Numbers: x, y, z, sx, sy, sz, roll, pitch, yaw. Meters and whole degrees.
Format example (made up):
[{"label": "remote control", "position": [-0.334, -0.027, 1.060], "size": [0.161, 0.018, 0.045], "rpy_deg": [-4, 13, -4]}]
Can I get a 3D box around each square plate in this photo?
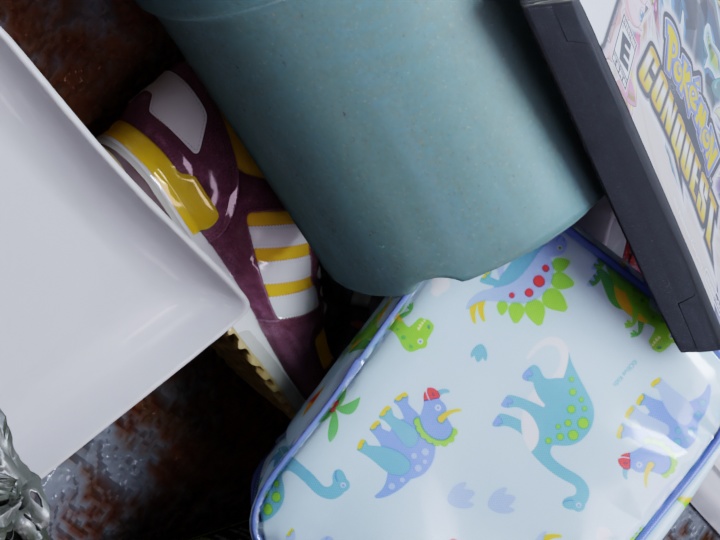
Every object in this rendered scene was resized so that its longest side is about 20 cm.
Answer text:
[{"label": "square plate", "position": [-0.174, 0.014, 1.069], "size": [0.198, 0.028, 0.200], "rpy_deg": [-38, 130, 3]}]

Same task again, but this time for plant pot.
[{"label": "plant pot", "position": [0.010, -0.110, 1.065], "size": [0.200, 0.200, 0.197], "rpy_deg": [-39, 118, -21]}]

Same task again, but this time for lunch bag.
[{"label": "lunch bag", "position": [0.059, 0.080, 1.138], "size": [0.160, 0.082, 0.201], "rpy_deg": [37, 90, -2]}]

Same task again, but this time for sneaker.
[{"label": "sneaker", "position": [-0.038, -0.009, 1.172], "size": [0.090, 0.075, 0.200], "rpy_deg": [-43, 130, -11]}]

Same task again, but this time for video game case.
[{"label": "video game case", "position": [0.126, -0.100, 1.075], "size": [0.201, 0.025, 0.182], "rpy_deg": [60, 36, -40]}]

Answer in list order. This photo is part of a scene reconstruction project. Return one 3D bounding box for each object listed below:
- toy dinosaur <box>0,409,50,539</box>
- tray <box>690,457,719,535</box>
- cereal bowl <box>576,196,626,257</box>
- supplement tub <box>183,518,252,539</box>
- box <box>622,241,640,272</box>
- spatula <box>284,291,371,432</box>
[{"label": "toy dinosaur", "position": [-0.184, 0.126, 1.030], "size": [0.102, 0.136, 0.201], "rpy_deg": [-32, 90, 18]}, {"label": "tray", "position": [0.198, 0.065, 1.433], "size": [0.108, 0.022, 0.200], "rpy_deg": [-53, 132, -11]}, {"label": "cereal bowl", "position": [0.124, -0.062, 1.256], "size": [0.200, 0.083, 0.201], "rpy_deg": [-50, 154, -37]}, {"label": "supplement tub", "position": [-0.038, 0.174, 1.215], "size": [0.199, 0.122, 0.123], "rpy_deg": [-14, 116, -34]}, {"label": "box", "position": [0.204, -0.017, 1.243], "size": [0.200, 0.099, 0.096], "rpy_deg": [-29, 138, -56]}, {"label": "spatula", "position": [0.000, 0.000, 1.243], "size": [0.056, 0.020, 0.201], "rpy_deg": [11, 101, -46]}]
